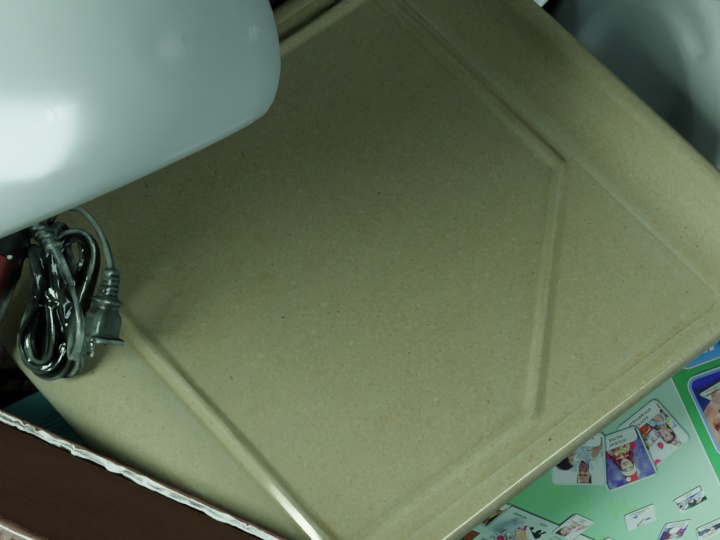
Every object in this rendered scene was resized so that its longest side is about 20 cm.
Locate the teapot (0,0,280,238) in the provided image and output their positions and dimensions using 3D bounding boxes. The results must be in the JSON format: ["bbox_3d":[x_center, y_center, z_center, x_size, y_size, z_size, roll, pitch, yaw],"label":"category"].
[{"bbox_3d":[-0.123,-0.079,0.699,0.197,0.200,0.146,-22,95,-5],"label":"teapot"}]

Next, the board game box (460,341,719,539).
[{"bbox_3d":[0.088,0.063,0.824,0.200,0.135,0.029,-18,162,-12],"label":"board game box"}]

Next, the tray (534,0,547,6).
[{"bbox_3d":[0.093,-0.189,0.888,0.200,0.022,0.107,-45,128,-10],"label":"tray"}]

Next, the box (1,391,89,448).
[{"bbox_3d":[-0.047,0.114,0.887,0.082,0.049,0.200,-25,128,8],"label":"box"}]

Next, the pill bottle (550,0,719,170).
[{"bbox_3d":[0.171,-0.062,0.943,0.200,0.112,0.112,-4,113,-35],"label":"pill bottle"}]

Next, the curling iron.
[{"bbox_3d":[-0.129,0.064,0.805,0.026,0.050,0.200,-3,133,-53],"label":"curling iron"}]

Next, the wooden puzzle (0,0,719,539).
[{"bbox_3d":[0.000,0.000,0.814,0.200,0.185,0.037,-37,153,-14],"label":"wooden puzzle"}]

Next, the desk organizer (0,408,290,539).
[{"bbox_3d":[-0.114,0.083,0.739,0.077,0.200,0.072,-11,121,-67],"label":"desk organizer"}]
